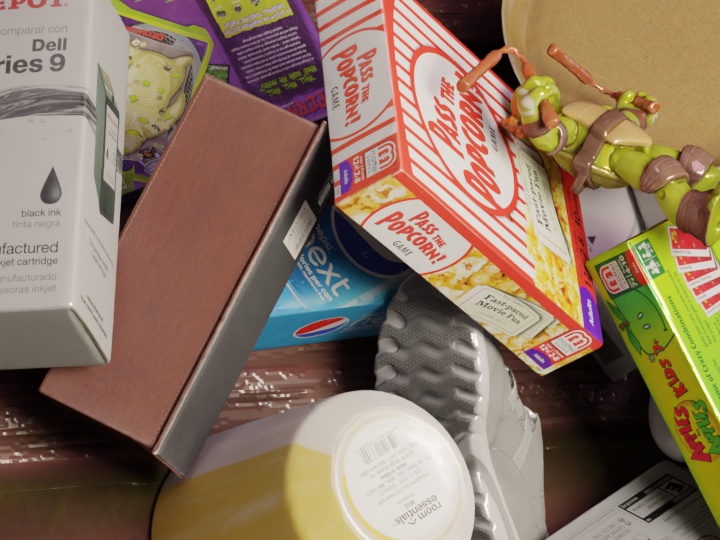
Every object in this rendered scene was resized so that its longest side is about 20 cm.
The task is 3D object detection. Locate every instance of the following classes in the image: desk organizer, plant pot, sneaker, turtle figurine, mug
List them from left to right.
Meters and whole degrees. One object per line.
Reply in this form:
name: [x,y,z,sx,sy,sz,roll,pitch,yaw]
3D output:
desk organizer: [-0.089,0.002,1.579,0.077,0.072,0.201,25,81,15]
mug: [-0.017,0.151,1.567,0.149,0.153,0.187,22,61,-22]
sneaker: [0.063,0.086,1.677,0.082,0.074,0.201,-31,118,-50]
turtle figurine: [0.138,-0.068,1.615,0.161,0.065,0.200,29,12,23]
plant pot: [0.182,-0.143,1.757,0.199,0.028,0.201,2,65,-4]

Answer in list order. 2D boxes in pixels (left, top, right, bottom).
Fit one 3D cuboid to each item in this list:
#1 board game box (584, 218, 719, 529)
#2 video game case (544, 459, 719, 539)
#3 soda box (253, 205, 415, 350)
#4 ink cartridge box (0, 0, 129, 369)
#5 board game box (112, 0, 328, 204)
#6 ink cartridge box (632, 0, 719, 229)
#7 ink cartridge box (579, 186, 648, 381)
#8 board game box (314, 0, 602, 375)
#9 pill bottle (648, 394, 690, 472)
board game box: [0.219,0.060,1.655,0.101,0.048,0.201,-27,89,-32]
video game case: [0.186,0.189,1.637,0.182,0.022,0.200,27,36,32]
soda box: [0.000,0.000,1.693,0.199,0.068,0.064,-7,73,-33]
ink cartridge box: [-0.205,-0.053,1.544,0.145,0.084,0.201,-4,66,9]
board game box: [-0.109,-0.115,1.702,0.199,0.032,0.120,-22,78,-35]
ink cartridge box: [0.228,-0.113,1.842,0.145,0.084,0.201,4,60,-41]
ink cartridge box: [0.180,-0.049,1.836,0.200,0.057,0.163,-37,91,-32]
board game box: [0.055,-0.054,1.615,0.200,0.046,0.152,38,34,-42]
pill bottle: [0.280,0.110,1.781,0.200,0.112,0.112,35,56,-25]
